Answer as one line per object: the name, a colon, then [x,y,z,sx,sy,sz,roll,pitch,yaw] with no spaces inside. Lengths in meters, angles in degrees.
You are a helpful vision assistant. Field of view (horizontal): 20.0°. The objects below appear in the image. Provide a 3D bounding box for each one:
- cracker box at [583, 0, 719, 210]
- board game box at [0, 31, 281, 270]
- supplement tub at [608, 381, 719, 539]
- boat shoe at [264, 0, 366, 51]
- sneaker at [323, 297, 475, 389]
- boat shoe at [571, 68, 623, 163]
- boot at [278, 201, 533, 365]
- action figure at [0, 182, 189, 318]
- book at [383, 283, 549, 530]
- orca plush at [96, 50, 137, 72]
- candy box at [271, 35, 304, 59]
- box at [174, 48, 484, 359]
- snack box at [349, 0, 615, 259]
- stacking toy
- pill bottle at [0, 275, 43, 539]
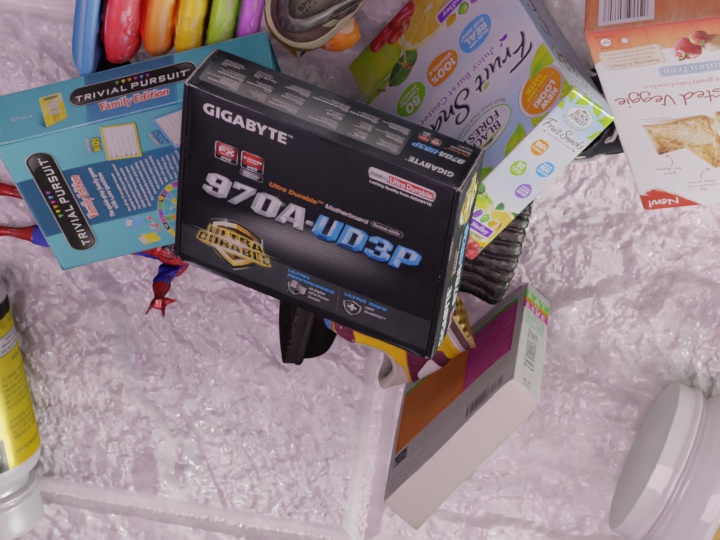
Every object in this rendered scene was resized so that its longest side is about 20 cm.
cracker box: [0.237,-0.124,1.373,0.133,0.058,0.200,-5,145,19]
board game box: [-0.141,-0.082,1.440,0.198,0.047,0.151,-12,143,5]
supplement tub: [0.299,0.180,1.523,0.198,0.145,0.145,25,110,-2]
boat shoe: [0.012,-0.232,1.369,0.072,0.066,0.201,40,86,-9]
sneaker: [0.000,0.000,1.445,0.090,0.075,0.201,-31,113,10]
boat shoe: [0.162,-0.111,1.486,0.198,0.060,0.076,-10,107,11]
boot: [0.031,0.000,1.535,0.156,0.080,0.212,13,128,-14]
action figure: [-0.200,-0.020,1.551,0.198,0.099,0.066,7,111,3]
book: [0.081,0.092,1.493,0.048,0.200,0.134,41,110,-7]
orca plush: [-0.117,-0.108,1.520,0.200,0.071,0.105,44,109,-8]
candy box: [-0.029,-0.273,1.457,0.136,0.061,0.200,40,110,-6]
box: [-0.024,-0.042,1.352,0.198,0.046,0.160,22,136,13]
snack box: [0.080,-0.126,1.422,0.053,0.201,0.142,28,116,-37]
stacking toy: [-0.097,-0.185,1.420,0.198,0.116,0.111,12,125,-1]
pill bottle: [-0.314,0.109,1.600,0.113,0.114,0.202,-7,108,10]
